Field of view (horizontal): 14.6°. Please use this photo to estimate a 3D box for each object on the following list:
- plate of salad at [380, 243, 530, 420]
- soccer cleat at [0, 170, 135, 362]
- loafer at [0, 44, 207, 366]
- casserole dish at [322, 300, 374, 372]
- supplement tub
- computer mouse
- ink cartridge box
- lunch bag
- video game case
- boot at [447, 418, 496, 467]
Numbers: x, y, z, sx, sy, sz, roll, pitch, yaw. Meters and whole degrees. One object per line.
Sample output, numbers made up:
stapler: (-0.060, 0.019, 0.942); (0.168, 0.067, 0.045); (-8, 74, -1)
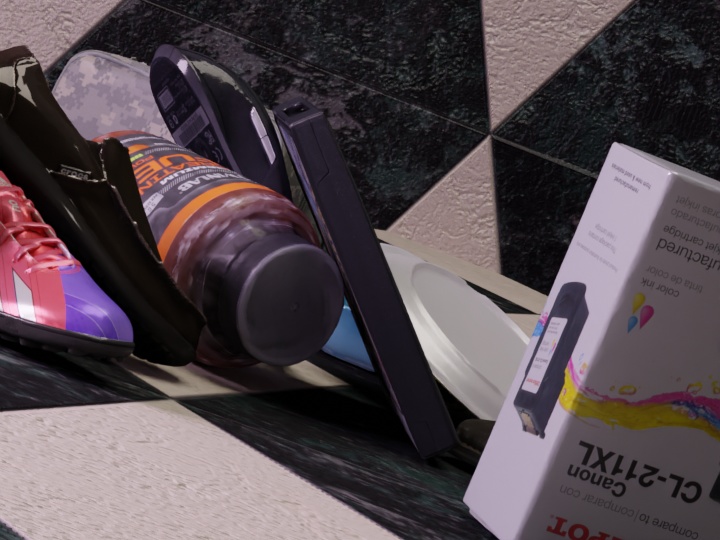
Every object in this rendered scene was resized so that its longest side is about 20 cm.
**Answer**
plate of salad: (0.069, 0.061, 1.795); (0.200, 0.048, 0.200); (39, 18, -15)
soccer cleat: (-0.182, -0.011, 1.400); (0.200, 0.073, 0.068); (25, 5, 41)
loafer: (-0.140, -0.037, 1.464); (0.200, 0.071, 0.073); (53, -23, -11)
casserole dish: (0.022, 0.048, 1.943); (0.121, 0.039, 0.200); (22, 5, 3)
supplement tub: (-0.092, -0.008, 1.603); (0.107, 0.107, 0.200); (18, 5, -39)
computer mouse: (-0.068, -0.043, 1.704); (0.200, 0.046, 0.140); (59, -23, 8)
ink cartridge box: (0.160, 0.059, 1.373); (0.146, 0.200, 0.083); (20, 7, -18)
lunch bag: (-0.115, -0.057, 1.937); (0.200, 0.139, 0.168); (22, -1, 25)
video game case: (0.000, 0.000, 1.607); (0.025, 0.200, 0.181); (-23, 8, -2)
boot: (0.151, 0.039, 1.581); (0.200, 0.174, 0.069); (4, -2, 9)
